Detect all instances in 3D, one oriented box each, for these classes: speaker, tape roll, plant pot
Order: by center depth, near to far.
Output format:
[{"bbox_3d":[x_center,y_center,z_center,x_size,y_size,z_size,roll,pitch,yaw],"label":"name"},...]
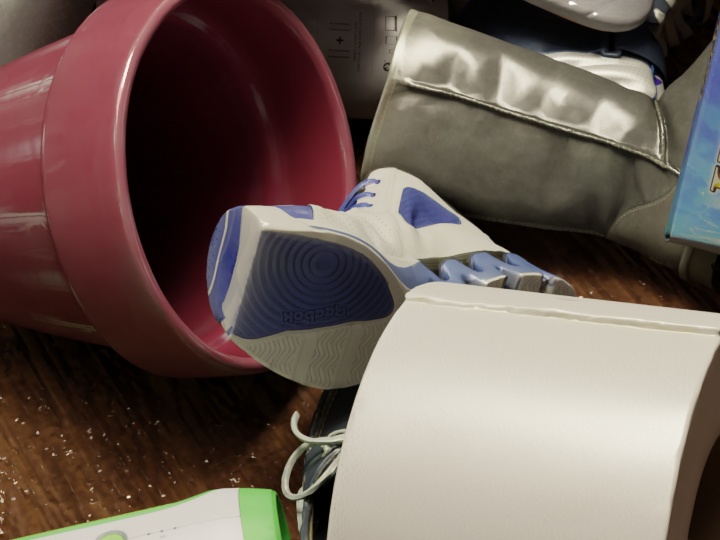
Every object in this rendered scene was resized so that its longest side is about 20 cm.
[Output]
[{"bbox_3d":[0.084,0.111,1.027,0.138,0.203,0.203,6,46,21],"label":"tape roll"},{"bbox_3d":[-0.128,0.157,1.119,0.199,0.089,0.089,-13,42,1],"label":"speaker"},{"bbox_3d":[-0.128,-0.043,1.269,0.178,0.201,0.200,-4,41,34],"label":"plant pot"},{"bbox_3d":[-0.052,-0.127,1.370,0.198,0.082,0.081,1,42,-6],"label":"speaker"}]

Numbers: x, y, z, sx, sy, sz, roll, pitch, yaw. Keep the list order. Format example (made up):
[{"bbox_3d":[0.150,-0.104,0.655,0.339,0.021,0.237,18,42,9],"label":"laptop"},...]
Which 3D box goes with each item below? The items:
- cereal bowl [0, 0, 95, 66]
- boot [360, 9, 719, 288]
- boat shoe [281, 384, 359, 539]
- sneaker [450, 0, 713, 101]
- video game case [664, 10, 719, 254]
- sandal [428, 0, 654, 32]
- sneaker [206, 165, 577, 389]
[{"bbox_3d":[-0.235,-0.159,1.432,0.199,0.083,0.201,-5,69,13],"label":"cereal bowl"},{"bbox_3d":[0.116,-0.096,1.271,0.199,0.073,0.183,21,85,19],"label":"boot"},{"bbox_3d":[0.001,0.109,1.152,0.074,0.062,0.201,-4,42,9],"label":"boat shoe"},{"bbox_3d":[0.159,-0.124,1.360,0.199,0.081,0.147,-19,52,-12],"label":"sneaker"},{"bbox_3d":[0.258,-0.090,1.186,0.180,0.045,0.201,14,91,5],"label":"video game case"},{"bbox_3d":[0.059,-0.171,1.334,0.206,0.059,0.079,31,51,11],"label":"sandal"},{"bbox_3d":[0.001,0.000,1.220,0.198,0.081,0.115,9,23,-35],"label":"sneaker"}]
